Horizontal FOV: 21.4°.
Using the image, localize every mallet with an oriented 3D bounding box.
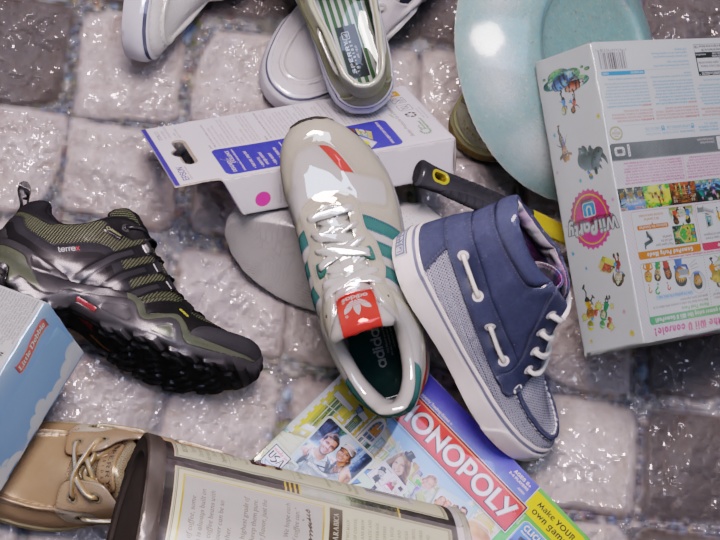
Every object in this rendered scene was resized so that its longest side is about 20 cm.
[{"bbox_3d":[0.124,-0.041,1.314,0.199,0.041,0.066,29,62,-22],"label":"mallet"}]

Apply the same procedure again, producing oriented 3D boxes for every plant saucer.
[{"bbox_3d":[0.152,-0.151,1.340,0.199,0.039,0.204,6,81,-39],"label":"plant saucer"}]

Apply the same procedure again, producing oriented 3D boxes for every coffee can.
[{"bbox_3d":[-0.050,0.191,1.130,0.198,0.146,0.148,15,68,-12],"label":"coffee can"}]

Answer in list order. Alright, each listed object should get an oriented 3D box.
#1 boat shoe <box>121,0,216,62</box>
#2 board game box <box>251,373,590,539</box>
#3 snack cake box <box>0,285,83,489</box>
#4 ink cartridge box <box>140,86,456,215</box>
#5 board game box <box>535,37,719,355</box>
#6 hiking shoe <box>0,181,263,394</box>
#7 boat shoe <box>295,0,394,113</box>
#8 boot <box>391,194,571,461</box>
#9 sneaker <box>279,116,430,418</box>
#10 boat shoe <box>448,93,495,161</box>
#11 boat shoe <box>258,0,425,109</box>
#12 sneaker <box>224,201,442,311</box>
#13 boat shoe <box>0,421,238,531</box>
[{"bbox_3d":[-0.099,-0.228,1.346,0.085,0.075,0.203,15,61,13],"label":"boat shoe"},{"bbox_3d":[0.039,0.157,1.263,0.200,0.029,0.134,45,69,6],"label":"board game box"},{"bbox_3d":[-0.274,0.101,1.176,0.114,0.067,0.201,18,65,26],"label":"snack cake box"},{"bbox_3d":[-0.043,-0.081,1.296,0.198,0.037,0.095,-9,30,-18],"label":"ink cartridge box"},{"bbox_3d":[0.204,-0.053,1.299,0.146,0.064,0.202,-6,84,-38],"label":"board game box"},{"bbox_3d":[-0.148,0.008,1.253,0.198,0.076,0.101,24,63,-9],"label":"hiking shoe"},{"bbox_3d":[-0.018,-0.207,1.297,0.071,0.062,0.202,-20,83,-9],"label":"boat shoe"},{"bbox_3d":[0.104,0.042,1.231,0.090,0.201,0.073,-18,37,25],"label":"boot"},{"bbox_3d":[0.000,0.001,1.208,0.070,0.093,0.202,-16,100,3],"label":"sneaker"},{"bbox_3d":[0.128,-0.172,1.379,0.073,0.063,0.202,33,68,2],"label":"boat shoe"},{"bbox_3d":[0.002,-0.196,1.361,0.073,0.065,0.200,38,68,4],"label":"boat shoe"},{"bbox_3d":[0.007,-0.019,1.306,0.198,0.076,0.089,16,48,-3],"label":"sneaker"},{"bbox_3d":[-0.162,0.127,1.213,0.198,0.065,0.072,4,69,-9],"label":"boat shoe"}]
